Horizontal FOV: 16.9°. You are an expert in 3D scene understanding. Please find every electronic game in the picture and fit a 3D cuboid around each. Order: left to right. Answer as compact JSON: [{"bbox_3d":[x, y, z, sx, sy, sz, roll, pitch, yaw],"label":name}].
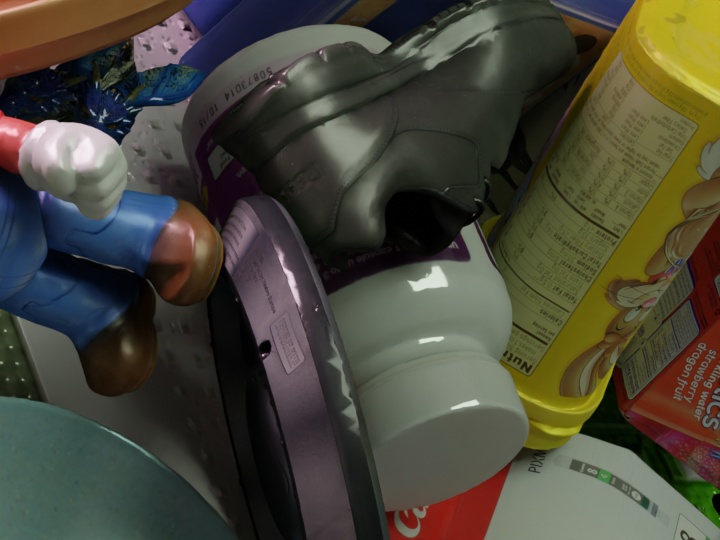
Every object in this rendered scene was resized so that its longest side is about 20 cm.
[{"bbox_3d":[-0.020,0.069,0.922,0.042,0.200,0.200,-14,59,-10],"label":"electronic game"}]

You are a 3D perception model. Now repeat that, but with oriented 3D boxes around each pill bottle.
[{"bbox_3d":[0.000,0.000,1.057,0.112,0.112,0.200,10,47,-42],"label":"pill bottle"}]

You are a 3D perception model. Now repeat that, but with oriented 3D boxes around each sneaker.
[{"bbox_3d":[0.027,-0.055,0.998,0.200,0.076,0.091,-26,83,-43],"label":"sneaker"}]

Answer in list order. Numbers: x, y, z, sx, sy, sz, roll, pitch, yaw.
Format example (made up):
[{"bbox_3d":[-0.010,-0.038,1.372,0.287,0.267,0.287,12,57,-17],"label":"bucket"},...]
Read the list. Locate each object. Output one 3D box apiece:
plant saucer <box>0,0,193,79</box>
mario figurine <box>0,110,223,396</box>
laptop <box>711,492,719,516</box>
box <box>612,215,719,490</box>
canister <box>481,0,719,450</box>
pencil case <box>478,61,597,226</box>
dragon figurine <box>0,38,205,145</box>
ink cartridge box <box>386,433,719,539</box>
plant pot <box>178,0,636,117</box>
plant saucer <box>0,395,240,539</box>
[{"bbox_3d":[-0.147,-0.107,0.957,0.200,0.200,0.032,-45,127,-56],"label":"plant saucer"},{"bbox_3d":[-0.152,-0.004,0.859,0.200,0.124,0.106,18,0,-28],"label":"mario figurine"},{"bbox_3d":[0.283,0.167,1.121,0.200,0.116,0.187,50,3,-8],"label":"laptop"},{"bbox_3d":[0.188,0.018,1.223,0.095,0.100,0.200,37,21,-17],"label":"box"},{"bbox_3d":[0.117,-0.034,1.109,0.087,0.200,0.149,31,33,-1],"label":"canister"},{"bbox_3d":[0.139,-0.085,1.220,0.089,0.200,0.078,28,37,-28],"label":"pencil case"},{"bbox_3d":[-0.108,-0.081,1.032,0.059,0.099,0.200,45,34,-4],"label":"dragon figurine"},{"bbox_3d":[0.077,0.120,1.083,0.200,0.050,0.161,43,34,-11],"label":"ink cartridge box"},{"bbox_3d":[0.019,-0.167,1.183,0.200,0.200,0.180,15,52,-38],"label":"plant pot"},{"bbox_3d":[-0.109,0.139,0.864,0.201,0.039,0.201,30,37,-25],"label":"plant saucer"}]
